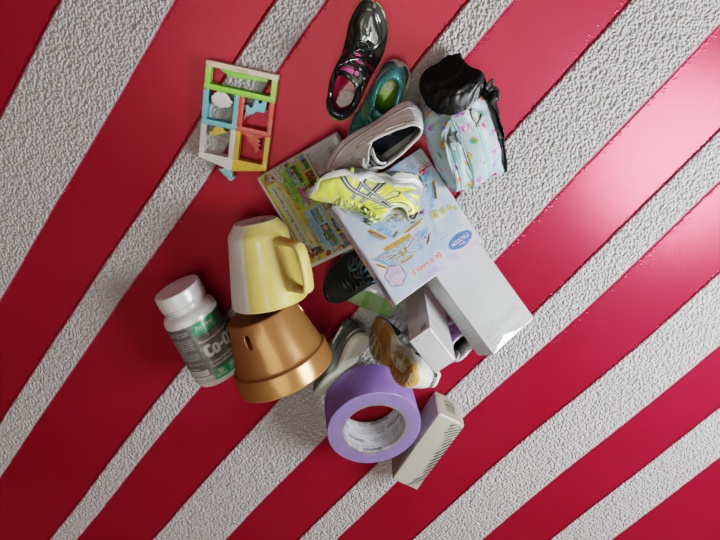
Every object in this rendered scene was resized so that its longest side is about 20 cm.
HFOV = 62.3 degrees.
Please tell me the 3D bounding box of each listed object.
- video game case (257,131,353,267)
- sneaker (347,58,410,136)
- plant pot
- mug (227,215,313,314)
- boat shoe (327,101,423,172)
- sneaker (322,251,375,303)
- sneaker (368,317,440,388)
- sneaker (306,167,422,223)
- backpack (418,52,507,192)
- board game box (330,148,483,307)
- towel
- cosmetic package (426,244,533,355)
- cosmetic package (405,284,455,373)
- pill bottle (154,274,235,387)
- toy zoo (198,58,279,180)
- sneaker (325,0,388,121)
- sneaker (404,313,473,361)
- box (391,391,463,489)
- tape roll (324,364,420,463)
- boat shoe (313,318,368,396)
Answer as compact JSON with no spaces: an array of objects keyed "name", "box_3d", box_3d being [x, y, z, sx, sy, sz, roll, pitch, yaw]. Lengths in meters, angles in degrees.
[{"name":"video game case","box_3d":[-0.069,-0.125,1.105,0.179,0.023,0.202,-23,109,23]},{"name":"sneaker","box_3d":[0.025,-0.263,1.025,0.076,0.080,0.203,20,122,-4]},{"name":"plant pot","box_3d":[-0.169,0.139,1.152,0.196,0.201,0.143,-19,107,10]},{"name":"mug","box_3d":[-0.165,-0.020,1.113,0.182,0.150,0.157,-6,105,12]},{"name":"boat shoe","box_3d":[0.020,-0.199,0.986,0.073,0.066,0.199,33,124,-32]},{"name":"sneaker","box_3d":[0.000,0.000,1.117,0.199,0.082,0.073,-40,106,21]},{"name":"sneaker","box_3d":[0.084,0.167,1.165,0.086,0.201,0.077,15,112,-31]},{"name":"sneaker","box_3d":[0.009,-0.121,0.982,0.195,0.075,0.078,0,79,-6]},{"name":"backpack","box_3d":[0.171,-0.237,1.000,0.124,0.168,0.202,-22,127,6]},{"name":"board game box","box_3d":[0.081,-0.076,1.043,0.198,0.041,0.202,-33,86,-12]},{"name":"towel","box_3d":[0.034,-0.016,1.169,0.146,0.031,0.203,22,115,-4]},{"name":"cosmetic package","box_3d":[0.212,0.045,1.105,0.112,0.081,0.202,-35,88,-14]},{"name":"cosmetic package","box_3d":[0.126,0.098,1.116,0.050,0.201,0.083,-36,108,16]},{"name":"pill bottle","box_3d":[-0.322,0.120,1.192,0.111,0.114,0.203,-19,113,10]},{"name":"toy zoo","box_3d":[-0.222,-0.262,1.072,0.128,0.021,0.204,10,114,-2]},{"name":"sneaker","box_3d":[-0.005,-0.343,0.993,0.075,0.084,0.204,16,113,-6]},{"name":"sneaker","box_3d":[0.147,0.154,1.188,0.199,0.115,0.073,-35,110,17]},{"name":"box","box_3d":[0.143,0.372,1.301,0.067,0.083,0.202,25,114,-10]},{"name":"tape roll","box_3d":[0.024,0.302,1.251,0.195,0.086,0.204,-4,122,-7]},{"name":"boat shoe","box_3d":[-0.050,0.185,1.248,0.072,0.062,0.202,-2,134,-43]}]
